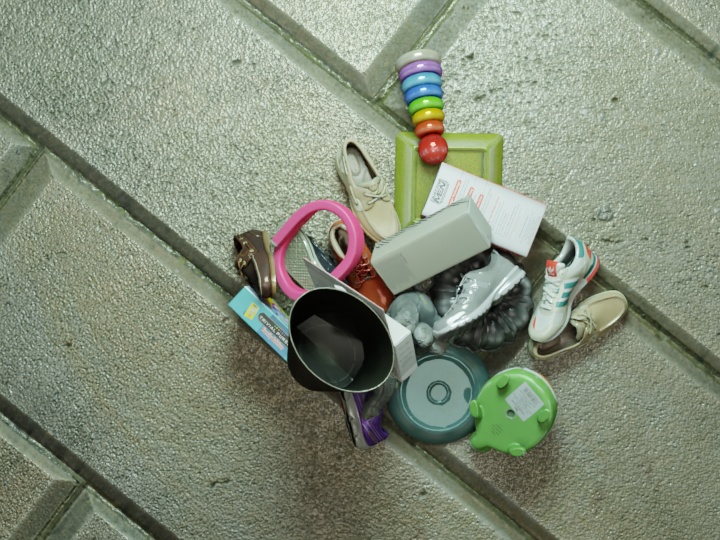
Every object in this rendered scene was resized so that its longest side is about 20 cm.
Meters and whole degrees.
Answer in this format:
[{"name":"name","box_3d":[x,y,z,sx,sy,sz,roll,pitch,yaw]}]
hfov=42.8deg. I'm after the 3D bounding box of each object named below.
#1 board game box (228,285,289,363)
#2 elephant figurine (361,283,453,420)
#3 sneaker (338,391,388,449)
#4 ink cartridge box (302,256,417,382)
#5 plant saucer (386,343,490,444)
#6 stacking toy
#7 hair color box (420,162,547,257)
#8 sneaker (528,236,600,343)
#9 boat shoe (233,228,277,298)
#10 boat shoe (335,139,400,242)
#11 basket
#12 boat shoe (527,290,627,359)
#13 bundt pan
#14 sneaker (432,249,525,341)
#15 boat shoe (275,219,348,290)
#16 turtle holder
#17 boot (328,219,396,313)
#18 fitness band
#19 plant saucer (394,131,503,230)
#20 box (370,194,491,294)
[{"name":"board game box","box_3d":[-0.137,0.110,1.634,0.200,0.151,0.047,44,92,0]},{"name":"elephant figurine","box_3d":[0.053,0.137,1.626,0.142,0.155,0.200,47,120,-2]},{"name":"sneaker","box_3d":[0.003,0.223,1.681,0.083,0.081,0.202,-15,99,-12]},{"name":"ink cartridge box","box_3d":[0.001,0.069,1.503,0.045,0.177,0.200,-38,48,-23]},{"name":"plant saucer","box_3d":[0.142,0.222,1.684,0.198,0.036,0.202,0,91,2]},{"name":"stacking toy","box_3d":[0.116,-0.285,1.630,0.085,0.085,0.202,-9,76,2]},{"name":"hair color box","box_3d":[0.215,-0.105,1.616,0.199,0.061,0.102,23,92,0]},{"name":"sneaker","box_3d":[0.344,0.029,1.630,0.093,0.070,0.200,42,78,-36]},{"name":"boat shoe","box_3d":[-0.187,-0.009,1.617,0.070,0.200,0.071,-2,116,-13]},{"name":"boat shoe","box_3d":[0.015,-0.140,1.645,0.072,0.065,0.201,-23,81,-14]},{"name":"basket","box_3d":[-0.048,0.127,1.462,0.180,0.200,0.136,41,72,0]},{"name":"boat shoe","box_3d":[0.396,0.103,1.659,0.199,0.065,0.072,-28,90,2]},{"name":"bundt pan","box_3d":[0.221,0.048,1.650,0.200,0.076,0.204,0,85,-2]},{"name":"sneaker","box_3d":[0.189,0.045,1.575,0.200,0.075,0.082,-38,75,-23]},{"name":"boat shoe","box_3d":[-0.086,-0.008,1.670,0.075,0.062,0.200,-46,73,27]},{"name":"turtle holder","box_3d":[0.274,0.260,1.627,0.140,0.132,0.187,20,104,22]},{"name":"boot","box_3d":[0.000,0.000,1.651,0.075,0.107,0.201,-31,91,0]},{"name":"fitness band","box_3d":[-0.079,-0.035,1.607,0.200,0.037,0.144,-45,73,27]},{"name":"plant saucer","box_3d":[0.161,-0.153,1.672,0.198,0.048,0.202,1,91,2]},{"name":"box","box_3d":[0.121,-0.043,1.575,0.199,0.069,0.082,-26,114,24]}]
